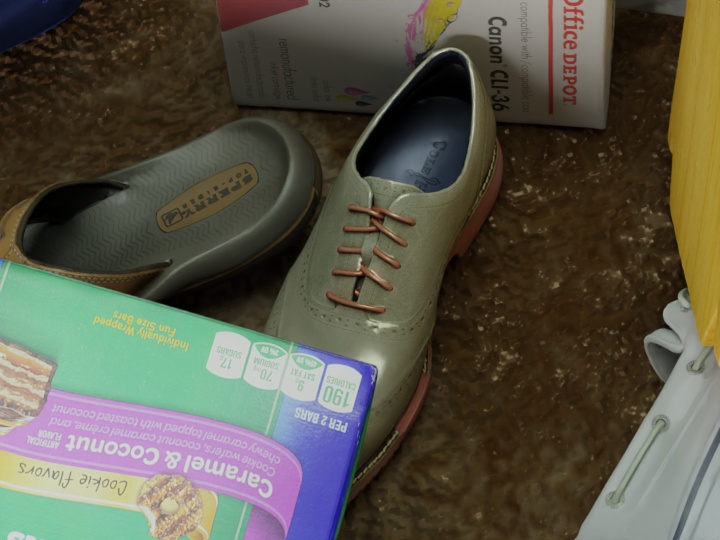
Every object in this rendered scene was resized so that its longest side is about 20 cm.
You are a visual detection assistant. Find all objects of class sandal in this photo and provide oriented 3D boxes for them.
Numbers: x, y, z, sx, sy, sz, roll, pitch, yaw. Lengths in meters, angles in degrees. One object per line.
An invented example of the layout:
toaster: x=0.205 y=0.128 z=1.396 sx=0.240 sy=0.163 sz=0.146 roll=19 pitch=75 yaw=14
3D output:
sandal: x=-0.107 y=-0.003 z=1.024 sx=0.199 sy=0.055 sz=0.082 roll=-29 pitch=58 yaw=1

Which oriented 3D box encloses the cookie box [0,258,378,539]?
cookie box: x=-0.102 y=0.111 z=0.908 sx=0.170 sy=0.075 sz=0.201 roll=16 pitch=74 yaw=-1

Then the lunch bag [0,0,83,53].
lunch bag: x=-0.211 y=-0.149 z=1.070 sx=0.200 sy=0.132 sz=0.136 roll=-30 pitch=79 yaw=-14

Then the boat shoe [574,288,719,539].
boat shoe: x=0.139 y=0.032 z=0.983 sx=0.067 sy=0.074 sz=0.200 roll=19 pitch=60 yaw=17

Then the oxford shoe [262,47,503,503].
oxford shoe: x=0.000 y=0.000 z=1.013 sx=0.070 sy=0.074 sz=0.201 roll=14 pitch=60 yaw=12

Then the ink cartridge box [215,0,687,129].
ink cartridge box: x=0.044 y=-0.119 z=1.060 sx=0.199 sy=0.117 sz=0.068 roll=3 pitch=59 yaw=7

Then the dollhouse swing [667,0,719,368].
dollhouse swing: x=0.213 y=-0.074 z=0.936 sx=0.175 sy=0.183 sz=0.200 roll=5 pitch=25 yaw=-2
